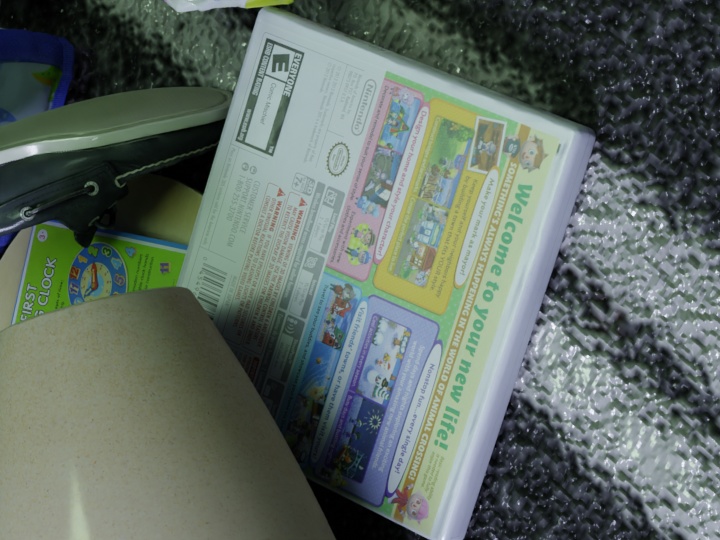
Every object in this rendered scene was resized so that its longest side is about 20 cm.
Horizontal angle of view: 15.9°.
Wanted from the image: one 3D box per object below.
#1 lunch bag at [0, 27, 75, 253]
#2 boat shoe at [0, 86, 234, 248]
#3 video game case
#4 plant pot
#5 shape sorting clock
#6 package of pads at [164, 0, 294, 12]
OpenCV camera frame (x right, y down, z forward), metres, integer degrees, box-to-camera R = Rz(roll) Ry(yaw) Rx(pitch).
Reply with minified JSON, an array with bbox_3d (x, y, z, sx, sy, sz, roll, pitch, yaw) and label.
[{"bbox_3d":[-0.262,-0.058,1.346,0.200,0.170,0.127,-50,57,30],"label":"lunch bag"},{"bbox_3d":[-0.153,-0.040,1.272,0.075,0.199,0.066,-137,33,-68],"label":"boat shoe"},{"bbox_3d":[0.000,0.000,1.189,0.182,0.022,0.200,24,102,30],"label":"video game case"},{"bbox_3d":[-0.098,0.115,1.158,0.187,0.187,0.200,-19,82,39],"label":"plant pot"},{"bbox_3d":[-0.122,0.050,1.301,0.200,0.039,0.200,-5,81,30],"label":"shape sorting clock"},{"bbox_3d":[-0.093,-0.222,1.232,0.200,0.068,0.155,44,136,48],"label":"package of pads"}]
